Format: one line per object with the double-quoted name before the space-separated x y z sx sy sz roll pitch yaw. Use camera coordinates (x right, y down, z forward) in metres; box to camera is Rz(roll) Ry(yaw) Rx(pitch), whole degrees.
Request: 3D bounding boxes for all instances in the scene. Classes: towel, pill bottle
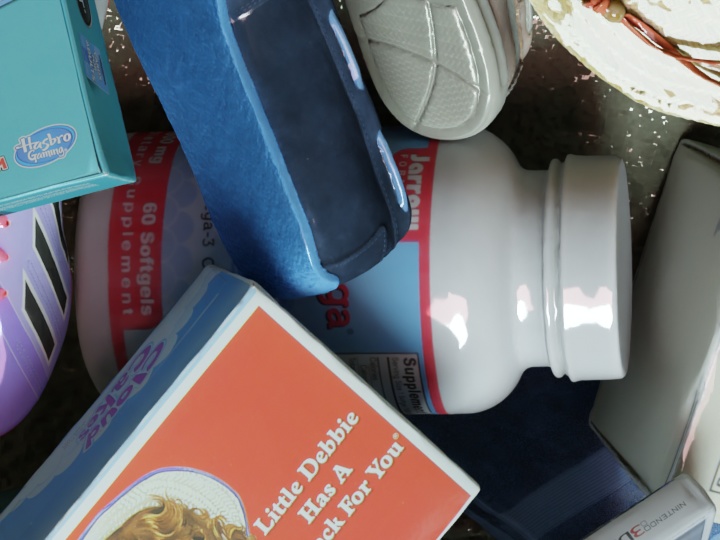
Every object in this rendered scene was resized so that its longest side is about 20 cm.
"towel" 0.085 0.070 1.147 0.111 0.049 0.200 -34 122 21
"pill bottle" 0.000 0.000 1.031 0.199 0.109 0.109 -1 129 10

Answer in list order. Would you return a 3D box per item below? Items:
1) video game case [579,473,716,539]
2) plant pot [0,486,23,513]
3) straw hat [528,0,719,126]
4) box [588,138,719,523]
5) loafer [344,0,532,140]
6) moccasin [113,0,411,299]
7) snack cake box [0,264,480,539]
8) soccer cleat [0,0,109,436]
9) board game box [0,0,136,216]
"video game case" 0.048 0.174 1.031 0.181 0.023 0.200 -31 153 -19
"plant pot" -0.127 0.172 1.079 0.187 0.201 0.200 9 134 -49
"straw hat" 0.141 -0.151 0.948 0.200 0.085 0.202 9 135 9
"box" 0.209 0.041 1.069 0.199 0.109 0.129 15 101 -14
"loafer" 0.020 -0.147 0.971 0.072 0.063 0.201 4 122 31
"moccasin" -0.040 -0.091 0.957 0.080 0.068 0.201 -8 101 51
"snack cake box" -0.068 0.111 0.948 0.115 0.067 0.200 42 83 -17
"soccer cleat" -0.128 -0.041 0.968 0.066 0.076 0.201 11 85 3
"board game box" -0.172 -0.109 0.919 0.150 0.047 0.201 -14 87 8
